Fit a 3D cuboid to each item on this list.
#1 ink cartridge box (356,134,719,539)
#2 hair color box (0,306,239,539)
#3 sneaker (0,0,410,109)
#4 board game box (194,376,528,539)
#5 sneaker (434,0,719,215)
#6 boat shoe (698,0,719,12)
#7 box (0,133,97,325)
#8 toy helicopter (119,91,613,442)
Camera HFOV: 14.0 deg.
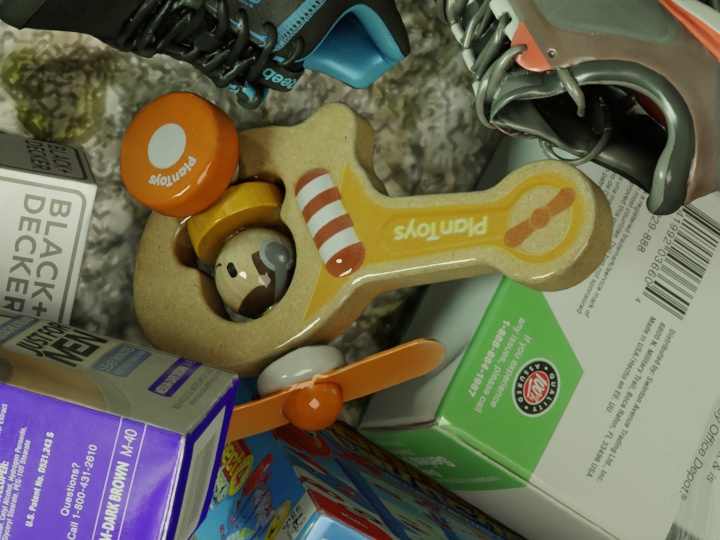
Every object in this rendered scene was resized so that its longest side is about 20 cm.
[{"bbox_3d":[0.122,0.052,1.168,0.200,0.084,0.146,34,72,-17],"label":"ink cartridge box"},{"bbox_3d":[-0.151,0.047,1.028,0.199,0.109,0.065,14,101,5],"label":"hair color box"},{"bbox_3d":[-0.053,-0.103,1.064,0.073,0.200,0.082,-37,74,39],"label":"sneaker"},{"bbox_3d":[0.033,0.129,1.134,0.199,0.196,0.056,30,96,-18],"label":"board game box"},{"bbox_3d":[0.066,-0.093,1.096,0.082,0.200,0.077,-35,150,-34],"label":"sneaker"},{"bbox_3d":[0.106,-0.153,1.124,0.060,0.075,0.201,-36,97,-43],"label":"boat shoe"},{"bbox_3d":[-0.209,-0.004,1.122,0.199,0.060,0.117,11,102,-14],"label":"box"},{"bbox_3d":[0.000,0.000,1.088,0.079,0.199,0.133,32,58,-54],"label":"toy helicopter"}]
